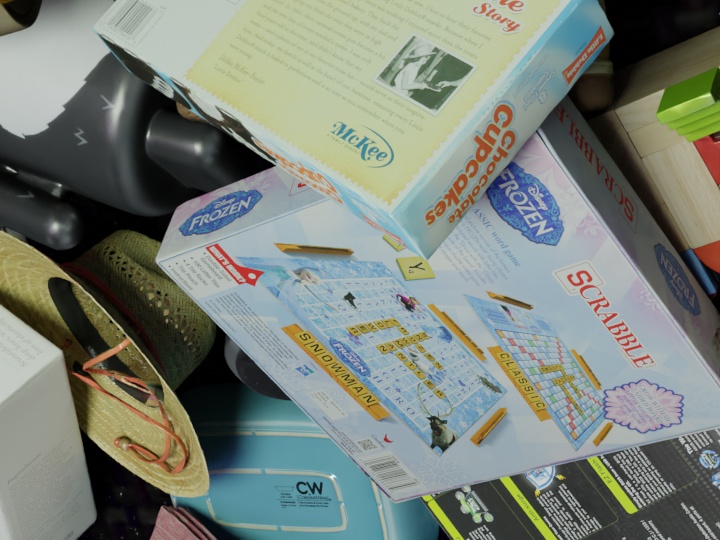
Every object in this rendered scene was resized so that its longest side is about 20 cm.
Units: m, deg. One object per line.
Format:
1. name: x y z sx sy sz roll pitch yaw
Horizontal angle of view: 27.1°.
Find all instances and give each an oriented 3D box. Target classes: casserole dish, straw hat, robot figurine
1. casserole dish: -0.044 0.129 0.891 0.200 0.039 0.121 -3 110 30
2. straw hat: -0.132 0.029 0.862 0.201 0.085 0.201 34 151 22
3. robot figurine: -0.142 -0.102 0.789 0.200 0.150 0.125 20 133 21

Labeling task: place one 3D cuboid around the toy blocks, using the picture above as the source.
1. toy blocks: 0.191 -0.043 0.657 0.200 0.100 0.137 -21 112 32

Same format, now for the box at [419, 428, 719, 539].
1. box: 0.126 0.104 0.780 0.193 0.048 0.200 -37 91 38

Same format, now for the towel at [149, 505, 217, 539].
1. towel: -0.103 0.258 0.876 0.144 0.023 0.200 33 108 44

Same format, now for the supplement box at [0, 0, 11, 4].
1. supplement box: -0.087 -0.244 0.651 0.200 0.197 0.133 -34 92 36

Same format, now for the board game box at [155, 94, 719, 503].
1. board game box: 0.045 0.018 0.682 0.199 0.041 0.200 -18 129 31

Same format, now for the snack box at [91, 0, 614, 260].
1. snack box: -0.010 -0.098 0.607 0.200 0.116 0.037 34 171 38

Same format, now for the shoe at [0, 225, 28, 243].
1. shoe: -0.263 -0.033 0.910 0.071 0.091 0.200 4 113 28

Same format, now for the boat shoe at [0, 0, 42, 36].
1. boat shoe: -0.188 -0.181 0.736 0.068 0.200 0.072 -14 126 15

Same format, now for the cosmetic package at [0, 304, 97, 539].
1. cosmetic package: -0.227 0.099 0.911 0.102 0.074 0.200 34 147 20

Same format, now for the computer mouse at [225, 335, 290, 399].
1. computer mouse: 0.000 0.000 0.777 0.138 0.053 0.200 17 139 -27

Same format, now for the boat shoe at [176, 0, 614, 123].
1. boat shoe: 0.012 -0.103 0.664 0.200 0.072 0.076 -2 96 14
